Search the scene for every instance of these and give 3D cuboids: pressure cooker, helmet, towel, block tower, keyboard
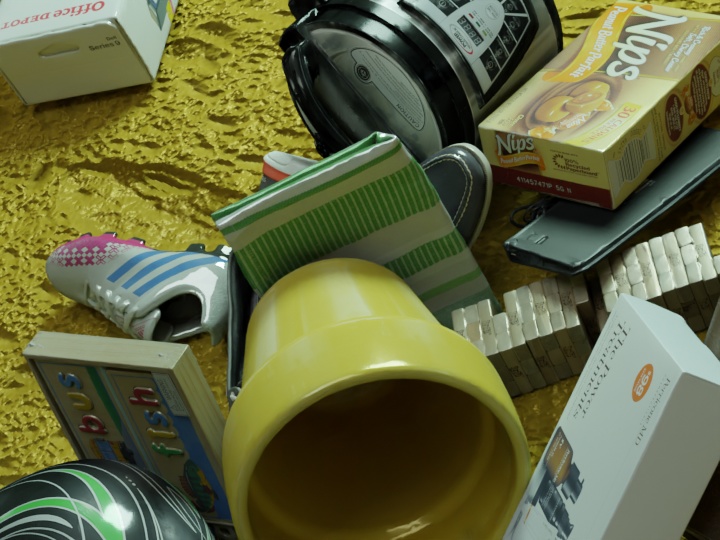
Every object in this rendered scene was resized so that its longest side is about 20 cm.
[{"bbox_3d":[0.041,-0.153,1.509,0.175,0.179,0.200,24,52,34],"label":"pressure cooker"},{"bbox_3d":[-0.180,0.224,1.310,0.190,0.200,0.201,-10,48,18],"label":"helmet"},{"bbox_3d":[0.000,0.000,1.396,0.152,0.200,0.023,-27,39,6],"label":"towel"},{"bbox_3d":[0.168,0.030,1.383,0.199,0.054,0.058,-19,46,12],"label":"block tower"},{"bbox_3d":[0.192,-0.048,1.438,0.200,0.040,0.104,-34,35,-30],"label":"keyboard"}]

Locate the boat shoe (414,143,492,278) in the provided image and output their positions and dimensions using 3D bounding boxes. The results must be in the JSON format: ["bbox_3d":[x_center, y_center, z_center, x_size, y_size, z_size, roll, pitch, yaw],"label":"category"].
[{"bbox_3d":[0.022,-0.012,1.433,0.073,0.063,0.200,50,118,16],"label":"boat shoe"}]

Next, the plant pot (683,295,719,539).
[{"bbox_3d":[0.275,0.091,1.201,0.187,0.187,0.200,28,82,42],"label":"plant pot"}]

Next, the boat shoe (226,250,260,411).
[{"bbox_3d":[-0.080,0.066,1.469,0.067,0.057,0.201,-30,43,33],"label":"boat shoe"}]

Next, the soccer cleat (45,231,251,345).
[{"bbox_3d":[-0.183,0.019,1.573,0.199,0.070,0.087,2,53,29],"label":"soccer cleat"}]

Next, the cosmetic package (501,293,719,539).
[{"bbox_3d":[0.155,0.131,1.192,0.151,0.051,0.201,-117,49,-71],"label":"cosmetic package"}]

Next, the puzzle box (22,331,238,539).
[{"bbox_3d":[-0.144,0.127,1.364,0.133,0.201,0.025,3,42,32],"label":"puzzle box"}]

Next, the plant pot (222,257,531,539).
[{"bbox_3d":[-0.001,0.094,1.326,0.200,0.201,0.189,-26,34,6],"label":"plant pot"}]

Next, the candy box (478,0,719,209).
[{"bbox_3d":[0.194,-0.130,1.472,0.115,0.055,0.200,16,44,38],"label":"candy box"}]

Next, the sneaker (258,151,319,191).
[{"bbox_3d":[-0.007,-0.024,1.533,0.200,0.077,0.082,29,100,36],"label":"sneaker"}]

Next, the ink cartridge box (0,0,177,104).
[{"bbox_3d":[-0.253,-0.264,1.839,0.145,0.088,0.201,-9,47,22],"label":"ink cartridge box"}]
